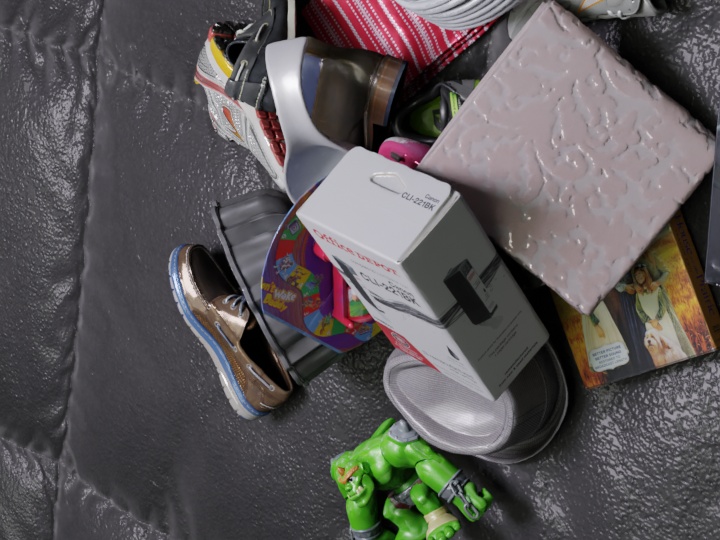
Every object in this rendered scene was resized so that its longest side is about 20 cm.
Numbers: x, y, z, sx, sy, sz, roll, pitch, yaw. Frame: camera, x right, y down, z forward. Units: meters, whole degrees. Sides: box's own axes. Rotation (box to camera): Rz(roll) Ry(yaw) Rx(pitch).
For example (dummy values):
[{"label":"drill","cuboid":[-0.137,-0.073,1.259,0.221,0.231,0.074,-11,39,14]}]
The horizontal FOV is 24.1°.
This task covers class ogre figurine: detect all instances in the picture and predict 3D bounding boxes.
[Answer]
[{"label":"ogre figurine","cuboid":[0.036,0.216,1.660,0.120,0.098,0.200,54,160,0]}]

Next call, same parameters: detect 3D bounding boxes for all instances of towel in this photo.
[{"label":"towel","cuboid":[0.036,-0.246,1.592,0.200,0.022,0.145,-39,75,38]},{"label":"towel","cuboid":[0.175,-0.093,1.418,0.200,0.032,0.191,39,91,-1]}]

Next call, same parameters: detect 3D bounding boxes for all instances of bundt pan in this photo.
[{"label":"bundt pan","cuboid":[-0.068,0.007,1.643,0.075,0.202,0.203,-27,82,4]}]

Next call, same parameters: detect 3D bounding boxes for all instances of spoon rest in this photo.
[{"label":"spoon rest","cuboid":[-0.038,-0.113,1.522,0.099,0.061,0.201,-9,131,20]}]

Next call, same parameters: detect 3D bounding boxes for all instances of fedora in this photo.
[{"label":"fedora","cuboid":[0.092,0.106,1.575,0.199,0.090,0.178,26,121,26]}]

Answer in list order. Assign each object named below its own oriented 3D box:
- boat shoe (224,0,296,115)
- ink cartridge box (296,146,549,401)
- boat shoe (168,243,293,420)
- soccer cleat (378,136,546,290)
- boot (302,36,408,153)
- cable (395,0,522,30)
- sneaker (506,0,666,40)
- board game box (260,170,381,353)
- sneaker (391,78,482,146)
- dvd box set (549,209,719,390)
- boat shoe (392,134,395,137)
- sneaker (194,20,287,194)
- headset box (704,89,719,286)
[{"label":"boat shoe","cuboid":[-0.094,-0.217,1.606,0.067,0.201,0.072,6,125,-4]},{"label":"ink cartridge box","cuboid":[0.055,0.003,1.449,0.144,0.084,0.200,27,159,46]},{"label":"boat shoe","cuboid":[-0.129,0.054,1.773,0.072,0.072,0.201,-27,93,35]},{"label":"soccer cleat","cuboid":[0.106,-0.060,1.501,0.200,0.086,0.070,40,146,19]},{"label":"boot","cuboid":[-0.021,-0.143,1.589,0.096,0.075,0.201,22,141,2]},{"label":"cable","cuboid":[0.099,-0.305,1.448,0.200,0.069,0.201,26,89,51]},{"label":"sneaker","cuboid":[0.207,-0.236,1.425,0.200,0.076,0.092,-42,79,38]},{"label":"board game box","cuboid":[0.000,0.000,1.535,0.039,0.200,0.159,35,93,43]},{"label":"sneaker","cuboid":[0.112,-0.141,1.515,0.198,0.082,0.071,-8,97,40]},{"label":"dvd box set","cuboid":[0.227,-0.008,1.489,0.146,0.029,0.202,-21,87,41]},{"label":"boat shoe","cuboid":[0.027,-0.037,1.628,0.072,0.072,0.201,50,137,48]},{"label":"sneaker","cuboid":[-0.101,-0.153,1.700,0.201,0.077,0.082,60,136,21]},{"label":"headset box","cuboid":[0.370,-0.065,1.319,0.199,0.092,0.176,12,108,37]}]
